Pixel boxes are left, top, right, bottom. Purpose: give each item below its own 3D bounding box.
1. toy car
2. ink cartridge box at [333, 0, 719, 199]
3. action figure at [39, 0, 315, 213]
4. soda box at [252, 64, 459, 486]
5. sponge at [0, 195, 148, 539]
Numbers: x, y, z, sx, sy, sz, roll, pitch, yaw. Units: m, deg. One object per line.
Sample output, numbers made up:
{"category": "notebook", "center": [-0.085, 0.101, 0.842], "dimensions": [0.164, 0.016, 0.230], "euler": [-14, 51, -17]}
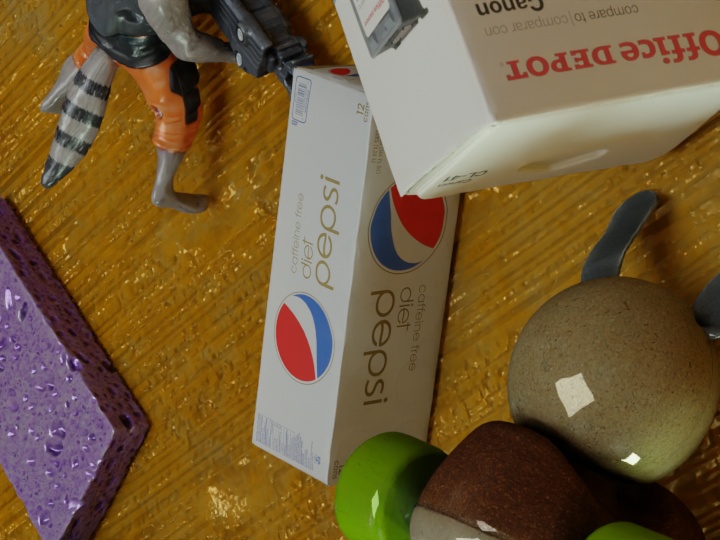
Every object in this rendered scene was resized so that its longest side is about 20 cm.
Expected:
{"category": "toy car", "center": [0.116, 0.064, 1.032], "dimensions": [0.164, 0.158, 0.200], "euler": [18, 80, 43]}
{"category": "ink cartridge box", "center": [0.063, -0.145, 1.013], "dimensions": [0.086, 0.148, 0.200], "euler": [-42, 64, 56]}
{"category": "action figure", "center": [-0.103, -0.119, 1.257], "dimensions": [0.200, 0.105, 0.194], "euler": [48, 138, 37]}
{"category": "soda box", "center": [0.000, 0.000, 1.174], "dimensions": [0.064, 0.068, 0.200], "euler": [25, 114, 45]}
{"category": "sponge", "center": [-0.204, 0.061, 1.452], "dimensions": [0.200, 0.030, 0.112], "euler": [54, 131, 30]}
